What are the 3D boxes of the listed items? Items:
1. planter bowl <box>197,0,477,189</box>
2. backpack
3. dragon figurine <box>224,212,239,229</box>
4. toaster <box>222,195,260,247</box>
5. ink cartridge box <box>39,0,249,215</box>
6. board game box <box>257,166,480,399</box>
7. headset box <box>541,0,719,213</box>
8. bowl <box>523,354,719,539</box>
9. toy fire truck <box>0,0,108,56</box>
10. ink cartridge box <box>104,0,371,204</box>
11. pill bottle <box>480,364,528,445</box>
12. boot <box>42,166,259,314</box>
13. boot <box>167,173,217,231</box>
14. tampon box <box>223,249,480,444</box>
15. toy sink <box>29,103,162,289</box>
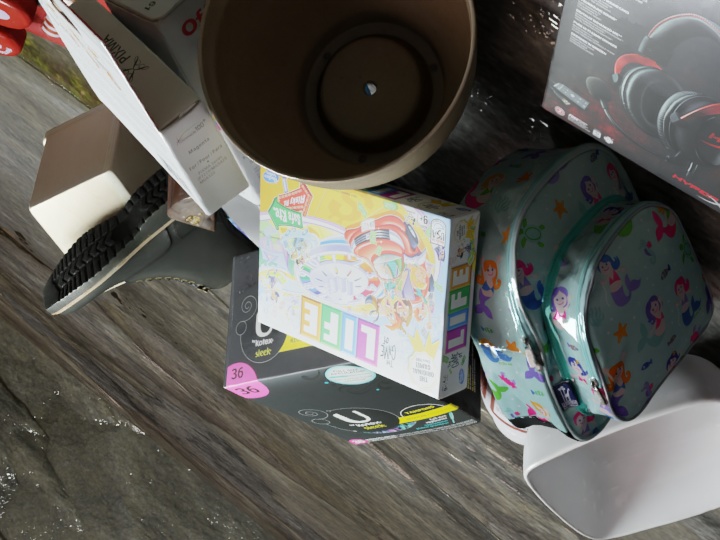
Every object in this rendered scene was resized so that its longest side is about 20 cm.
[{"bbox_3d":[-0.005,-0.148,0.916,0.199,0.202,0.135,32,179,16],"label":"planter bowl"},{"bbox_3d":[0.160,0.009,0.945,0.150,0.177,0.202,-2,125,53],"label":"backpack"},{"bbox_3d":[-0.135,-0.065,1.421,0.199,0.059,0.100,8,143,54],"label":"dragon figurine"},{"bbox_3d":[-0.076,-0.089,1.213,0.200,0.114,0.129,48,159,-22],"label":"toaster"},{"bbox_3d":[-0.175,-0.154,0.918,0.200,0.043,0.175,44,166,41],"label":"ink cartridge box"},{"bbox_3d":[0.000,0.000,0.949,0.198,0.034,0.137,19,115,41],"label":"board game box"},{"bbox_3d":[0.196,-0.142,0.733,0.148,0.075,0.201,33,157,16],"label":"headset box"},{"bbox_3d":[0.250,0.147,1.089,0.198,0.076,0.200,-22,141,21],"label":"bowl"},{"bbox_3d":[-0.300,-0.273,1.256,0.166,0.114,0.200,20,164,-19],"label":"toy fire truck"},{"bbox_3d":[-0.094,-0.180,1.020,0.084,0.144,0.201,31,158,40],"label":"ink cartridge box"},{"bbox_3d":[0.167,0.086,1.162,0.111,0.113,0.201,31,157,18],"label":"pill bottle"},{"bbox_3d":[-0.208,0.003,1.267,0.138,0.199,0.078,45,-167,-39],"label":"boot"},{"bbox_3d":[-0.172,-0.127,1.191,0.063,0.203,0.186,1,168,-23],"label":"boot"},{"bbox_3d":[-0.002,0.063,1.121,0.148,0.128,0.199,-14,152,33],"label":"tampon box"},{"bbox_3d":[-0.270,-0.099,1.356,0.111,0.202,0.131,-22,128,15],"label":"toy sink"}]
